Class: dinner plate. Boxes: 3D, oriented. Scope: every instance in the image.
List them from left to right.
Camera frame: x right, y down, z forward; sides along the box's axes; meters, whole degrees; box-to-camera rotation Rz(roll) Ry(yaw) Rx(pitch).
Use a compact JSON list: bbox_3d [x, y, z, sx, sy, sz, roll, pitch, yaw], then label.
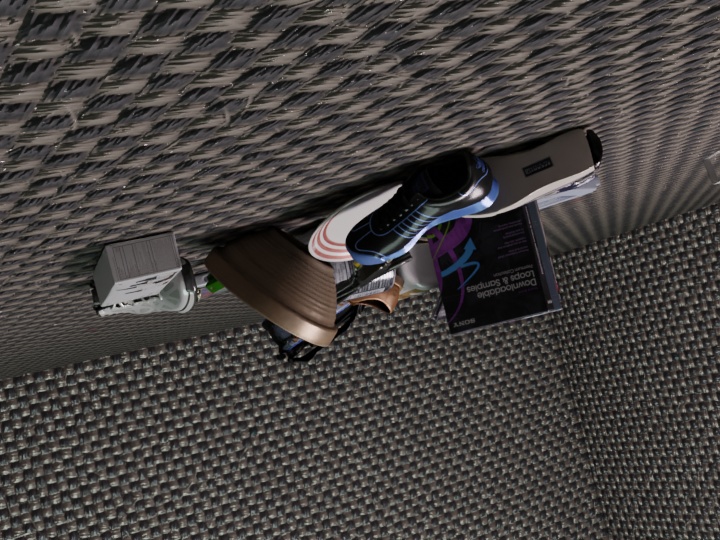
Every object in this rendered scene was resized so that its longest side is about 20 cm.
[{"bbox_3d":[0.024,-0.069,1.247,0.199,0.024,0.200,-20,162,-7],"label":"dinner plate"}]

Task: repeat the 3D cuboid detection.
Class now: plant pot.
[{"bbox_3d":[-0.100,0.007,1.311,0.093,0.200,0.201,-55,171,3],"label":"plant pot"}]

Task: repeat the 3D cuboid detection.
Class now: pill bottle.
[{"bbox_3d":[-0.054,0.000,1.549,0.199,0.107,0.106,-12,175,-20],"label":"pill bottle"},{"bbox_3d":[0.074,-0.007,1.790,0.114,0.115,0.200,-12,175,-27],"label":"pill bottle"}]

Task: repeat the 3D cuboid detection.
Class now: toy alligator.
[{"bbox_3d":[-0.196,0.002,1.485,0.200,0.059,0.054,-19,-146,45],"label":"toy alligator"}]

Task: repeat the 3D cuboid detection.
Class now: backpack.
[{"bbox_3d":[-0.076,0.056,1.771,0.190,0.155,0.200,-30,-178,12],"label":"backpack"}]

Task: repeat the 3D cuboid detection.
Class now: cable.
[{"bbox_3d":[0.000,0.000,1.460,0.097,0.051,0.200,-7,160,-44],"label":"cable"}]

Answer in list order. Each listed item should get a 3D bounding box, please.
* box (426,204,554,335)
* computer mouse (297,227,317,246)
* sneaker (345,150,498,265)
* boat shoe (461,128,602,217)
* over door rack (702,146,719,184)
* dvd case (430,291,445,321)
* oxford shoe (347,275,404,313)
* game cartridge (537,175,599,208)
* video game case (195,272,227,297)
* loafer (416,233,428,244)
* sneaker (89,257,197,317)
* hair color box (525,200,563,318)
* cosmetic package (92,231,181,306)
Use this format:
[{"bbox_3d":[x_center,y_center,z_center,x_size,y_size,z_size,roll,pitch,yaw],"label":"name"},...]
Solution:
[{"bbox_3d":[0.166,-0.025,1.320,0.142,0.201,0.036,-16,174,24],"label":"box"},{"bbox_3d":[-0.037,-0.051,1.394,0.200,0.044,0.109,-26,174,39],"label":"computer mouse"},{"bbox_3d":[0.060,-0.077,1.146,0.199,0.070,0.078,-28,145,15],"label":"sneaker"},{"bbox_3d":[0.199,-0.107,1.203,0.199,0.075,0.093,-16,167,13],"label":"boat shoe"},{"bbox_3d":[0.493,-0.186,1.121,0.147,0.067,0.200,-11,154,-34],"label":"over door rack"},{"bbox_3d":[0.175,-0.010,1.726,0.016,0.201,0.149,21,-175,14],"label":"dvd case"},{"bbox_3d":[-0.022,0.017,1.660,0.199,0.072,0.071,21,161,-15],"label":"oxford shoe"},{"bbox_3d":[0.268,-0.116,1.581,0.199,0.042,0.133,-18,170,36],"label":"game cartridge"},{"bbox_3d":[-0.220,0.014,1.715,0.181,0.023,0.200,-14,176,-4],"label":"video game case"},{"bbox_3d":[0.023,-0.048,1.465,0.199,0.063,0.072,-15,175,12],"label":"loafer"},{"bbox_3d":[-0.310,0.037,1.379,0.115,0.076,0.200,-13,178,-34],"label":"sneaker"},{"bbox_3d":[0.233,-0.036,1.387,0.060,0.201,0.099,-15,175,11],"label":"hair color box"},{"bbox_3d":[-0.280,0.002,1.220,0.082,0.051,0.200,-12,175,-20],"label":"cosmetic package"}]
